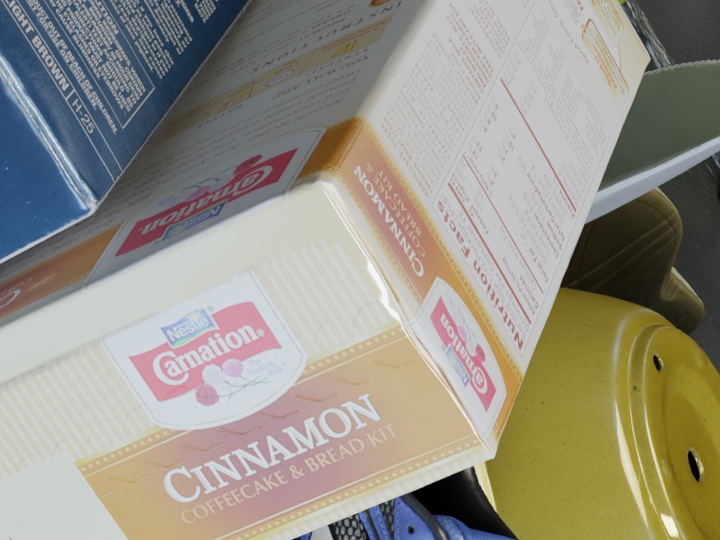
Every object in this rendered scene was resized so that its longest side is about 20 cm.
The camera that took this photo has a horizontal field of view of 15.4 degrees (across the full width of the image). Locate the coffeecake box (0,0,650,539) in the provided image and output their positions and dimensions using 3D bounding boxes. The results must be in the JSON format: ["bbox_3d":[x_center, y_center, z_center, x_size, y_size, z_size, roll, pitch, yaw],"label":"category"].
[{"bbox_3d":[-0.027,-0.009,0.642,0.073,0.153,0.200,57,28,-17],"label":"coffeecake box"}]

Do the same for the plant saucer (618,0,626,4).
[{"bbox_3d":[-0.014,-0.119,0.773,0.199,0.200,0.048,36,71,-8],"label":"plant saucer"}]

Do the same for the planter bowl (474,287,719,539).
[{"bbox_3d":[0.075,0.072,0.852,0.200,0.083,0.201,43,36,-43],"label":"planter bowl"}]

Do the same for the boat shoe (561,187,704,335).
[{"bbox_3d":[0.085,-0.011,1.030,0.066,0.072,0.201,57,4,21],"label":"boat shoe"}]

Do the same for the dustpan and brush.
[{"bbox_3d":[0.035,-0.031,0.822,0.200,0.139,0.057,135,-68,-79],"label":"dustpan and brush"}]

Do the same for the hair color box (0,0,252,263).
[{"bbox_3d":[-0.089,-0.055,0.642,0.061,0.100,0.200,59,21,-14],"label":"hair color box"}]

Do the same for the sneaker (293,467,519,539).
[{"bbox_3d":[0.009,0.098,0.718,0.075,0.078,0.201,24,52,-56],"label":"sneaker"}]
